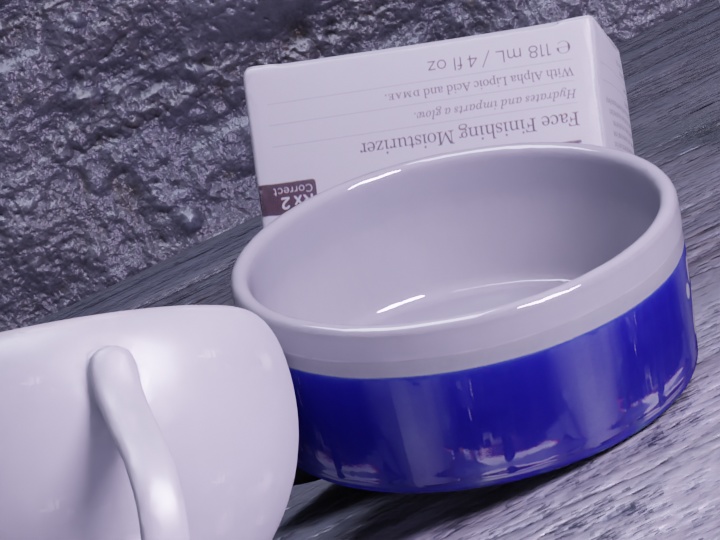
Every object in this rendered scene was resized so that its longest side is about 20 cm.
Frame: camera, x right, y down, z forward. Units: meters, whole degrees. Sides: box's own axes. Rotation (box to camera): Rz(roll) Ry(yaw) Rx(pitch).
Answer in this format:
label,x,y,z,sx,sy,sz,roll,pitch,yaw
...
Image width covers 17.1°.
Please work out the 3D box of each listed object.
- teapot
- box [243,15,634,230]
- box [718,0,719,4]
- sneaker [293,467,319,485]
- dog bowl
label,x,y,z,sx,sy,sz,roll,pitch,yaw
teapot,-0.108,0.101,0.968,0.197,0.146,0.200,-15,-10,26
box,0.055,-0.060,1.384,0.198,0.131,0.200,-8,-2,10
box,0.330,-0.191,1.601,0.041,0.156,0.200,-28,5,-41
sneaker,0.031,0.056,1.208,0.106,0.075,0.200,-8,17,35
dog bowl,0.047,0.017,1.064,0.200,0.079,0.200,-11,22,5
